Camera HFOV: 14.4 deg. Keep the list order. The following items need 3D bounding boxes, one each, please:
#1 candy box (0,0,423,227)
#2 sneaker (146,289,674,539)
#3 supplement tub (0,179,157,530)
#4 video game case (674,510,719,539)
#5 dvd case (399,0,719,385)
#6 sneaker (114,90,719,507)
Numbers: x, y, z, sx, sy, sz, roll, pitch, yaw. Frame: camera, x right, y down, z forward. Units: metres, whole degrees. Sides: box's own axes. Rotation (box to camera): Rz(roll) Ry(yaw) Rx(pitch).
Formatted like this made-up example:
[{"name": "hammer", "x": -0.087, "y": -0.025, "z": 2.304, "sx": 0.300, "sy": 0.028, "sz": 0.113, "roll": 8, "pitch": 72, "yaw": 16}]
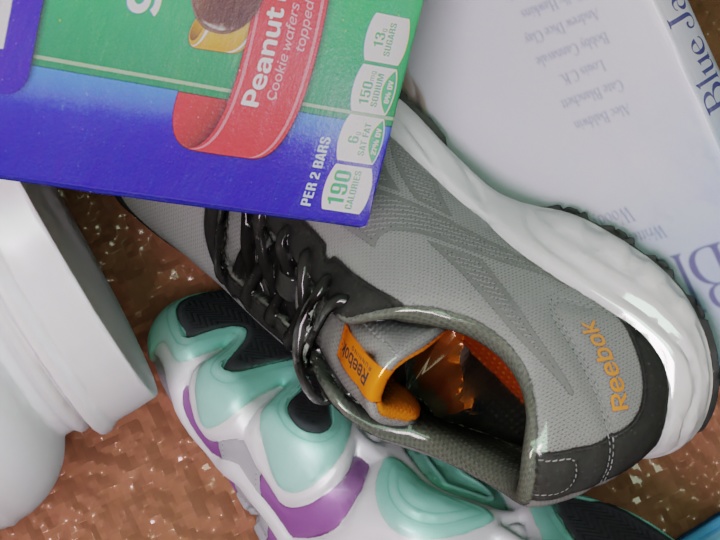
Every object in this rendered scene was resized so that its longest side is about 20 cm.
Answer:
[{"name": "candy box", "x": -0.071, "y": -0.109, "z": 0.692, "sx": 0.199, "sy": 0.077, "sz": 0.170, "roll": 7, "pitch": 100, "yaw": -41}, {"name": "sneaker", "x": 0.000, "y": 0.104, "z": 0.827, "sx": 0.200, "sy": 0.078, "sz": 0.140, "roll": 37, "pitch": 124, "yaw": 31}, {"name": "supplement tub", "x": -0.173, "y": 0.032, "z": 0.796, "sx": 0.200, "sy": 0.145, "sz": 0.145, "roll": -29, "pitch": 86, "yaw": -1}, {"name": "video game case", "x": 0.181, "y": 0.141, "z": 0.823, "sx": 0.143, "sy": 0.018, "sz": 0.200, "roll": -35, "pitch": 86, "yaw": 19}, {"name": "dvd case", "x": 0.036, "y": -0.052, "z": 0.798, "sx": 0.018, "sy": 0.142, "sz": 0.201, "roll": -33, "pitch": 101, "yaw": -45}, {"name": "sneaker", "x": 0.000, "y": 0.000, "z": 0.788, "sx": 0.200, "sy": 0.079, "sz": 0.074, "roll": 29, "pitch": 129, "yaw": 28}]
